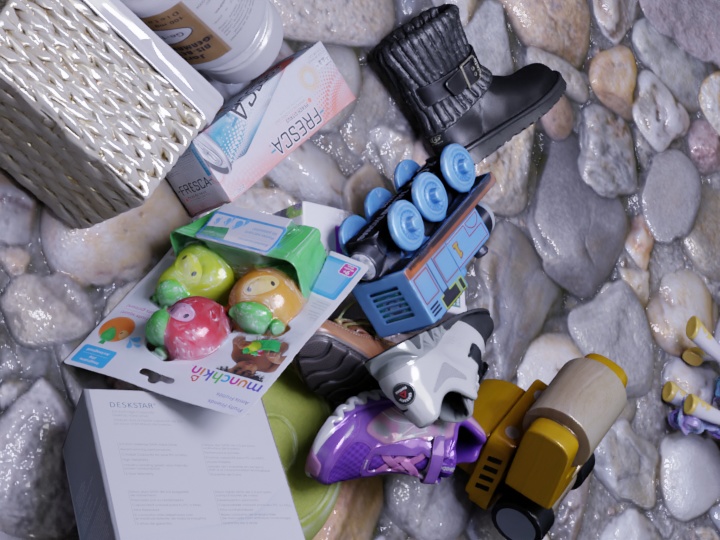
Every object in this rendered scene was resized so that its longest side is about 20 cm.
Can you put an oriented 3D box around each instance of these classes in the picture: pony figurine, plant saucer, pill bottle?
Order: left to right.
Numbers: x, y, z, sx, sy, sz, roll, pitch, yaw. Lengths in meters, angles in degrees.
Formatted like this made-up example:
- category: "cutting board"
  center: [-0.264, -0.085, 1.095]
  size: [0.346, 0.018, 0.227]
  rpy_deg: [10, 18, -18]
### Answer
- category: "pill bottle"
  center: [-0.146, -0.237, 1.384]
  size: [0.200, 0.114, 0.115]
  rpy_deg: [37, 51, -64]
- category: "plant saucer"
  center: [-0.084, 0.155, 1.422]
  size: [0.200, 0.031, 0.201]
  rpy_deg: [12, 70, -38]
- category: "pony figurine"
  center: [0.443, 0.165, 1.818]
  size: [0.200, 0.167, 0.194]
  rpy_deg: [22, 55, -18]

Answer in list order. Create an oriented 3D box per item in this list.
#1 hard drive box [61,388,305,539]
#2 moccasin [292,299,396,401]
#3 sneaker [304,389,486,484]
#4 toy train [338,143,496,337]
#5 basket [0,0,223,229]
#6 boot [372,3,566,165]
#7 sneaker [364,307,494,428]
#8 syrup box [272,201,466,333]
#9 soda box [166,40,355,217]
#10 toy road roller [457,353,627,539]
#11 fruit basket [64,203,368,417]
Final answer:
- category: "hard drive box"
  center: [-0.135, 0.191, 1.251]
  size: [0.155, 0.077, 0.200]
  rpy_deg: [5, 42, -25]
- category: "moccasin"
  center: [-0.005, 0.074, 1.461]
  size: [0.201, 0.074, 0.078]
  rpy_deg: [22, 46, -54]
- category: "sneaker"
  center: [0.039, 0.156, 1.438]
  size: [0.200, 0.081, 0.088]
  rpy_deg: [-13, 48, -44]
- category: "toy train"
  center: [0.058, -0.031, 1.459]
  size: [0.114, 0.087, 0.200]
  rpy_deg: [60, 42, -17]
- category: "basket"
  center: [-0.238, -0.142, 1.303]
  size: [0.200, 0.135, 0.124]
  rpy_deg: [41, 57, -24]
- category: "boot"
  center: [0.118, -0.209, 1.670]
  size: [0.211, 0.079, 0.158]
  rpy_deg: [-38, 104, -40]
- category: "sneaker"
  center: [0.076, 0.092, 1.439]
  size: [0.089, 0.074, 0.200]
  rpy_deg: [60, 31, 4]
- category: "syrup box"
  center: [0.000, 0.000, 1.505]
  size: [0.200, 0.081, 0.079]
  rpy_deg: [13, 66, -39]
- category: "soda box"
  center: [-0.093, -0.132, 1.474]
  size: [0.200, 0.063, 0.068]
  rpy_deg: [-45, 108, -40]
- category: "toy road roller"
  center: [0.153, 0.153, 1.532]
  size: [0.146, 0.200, 0.123]
  rpy_deg: [33, 48, 14]
- category: "fruit basket"
  center: [-0.120, 0.029, 1.335]
  size: [0.200, 0.185, 0.094]
  rpy_deg: [-45, 139, -42]
